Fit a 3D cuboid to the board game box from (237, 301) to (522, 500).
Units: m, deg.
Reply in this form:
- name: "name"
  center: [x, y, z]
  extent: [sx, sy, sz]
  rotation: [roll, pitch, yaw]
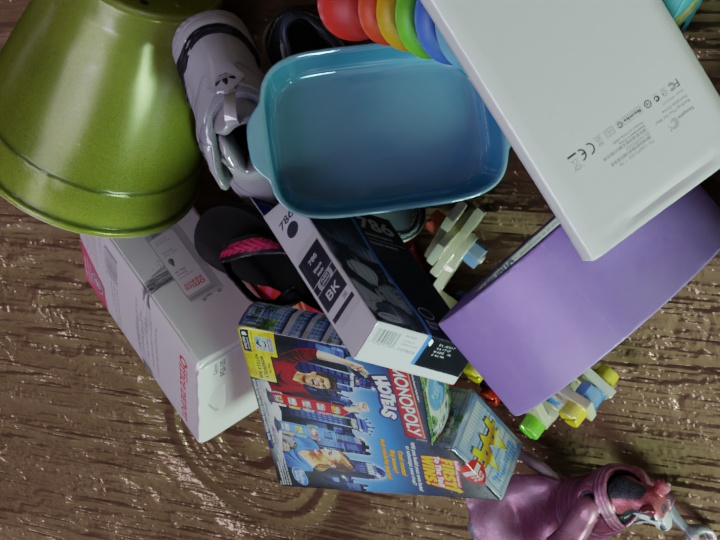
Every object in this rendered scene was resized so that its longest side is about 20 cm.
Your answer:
- name: "board game box"
  center: [0.021, 0.105, 1.688]
  extent: [0.198, 0.062, 0.201]
  rotation: [10, 141, 19]

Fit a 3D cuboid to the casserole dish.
- name: "casserole dish"
  center: [0.015, -0.102, 1.574]
  extent: [0.039, 0.198, 0.122]
  rotation: [150, 111, -80]

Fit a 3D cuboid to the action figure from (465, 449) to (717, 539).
- name: "action figure"
  center: [0.180, 0.179, 1.701]
  extent: [0.200, 0.133, 0.150]
  rotation: [-33, 81, 56]

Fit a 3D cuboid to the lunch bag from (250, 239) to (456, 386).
- name: "lunch bag"
  center: [-0.022, 0.033, 1.787]
  extent: [0.175, 0.082, 0.201]
  rotation: [7, 126, 42]

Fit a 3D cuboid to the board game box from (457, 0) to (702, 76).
- name: "board game box"
  center: [0.143, -0.182, 1.470]
  extent: [0.151, 0.047, 0.201]
  rotation: [41, 141, 12]

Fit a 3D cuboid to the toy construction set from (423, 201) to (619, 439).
- name: "toy construction set"
  center: [0.105, 0.047, 1.664]
  extent: [0.200, 0.092, 0.131]
  rotation: [52, 168, 9]

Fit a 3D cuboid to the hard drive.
- name: "hard drive"
  center: [0.142, -0.126, 1.374]
  extent: [0.201, 0.131, 0.026]
  rotation: [57, 167, -8]

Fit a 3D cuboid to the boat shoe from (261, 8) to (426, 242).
- name: "boat shoe"
  center: [-0.008, -0.109, 1.657]
  extent: [0.201, 0.074, 0.062]
  rotation: [64, 172, -7]

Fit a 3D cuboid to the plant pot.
- name: "plant pot"
  center: [-0.196, -0.165, 1.725]
  extent: [0.200, 0.200, 0.194]
  rotation: [37, 129, 16]

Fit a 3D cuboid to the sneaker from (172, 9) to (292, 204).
- name: "sneaker"
  center: [-0.086, -0.094, 1.657]
  extent: [0.201, 0.075, 0.115]
  rotation: [70, 180, -49]

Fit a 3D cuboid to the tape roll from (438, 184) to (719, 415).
- name: "tape roll"
  center: [0.154, 0.003, 1.490]
  extent: [0.085, 0.200, 0.200]
  rotation: [50, 142, 0]

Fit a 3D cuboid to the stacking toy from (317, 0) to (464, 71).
- name: "stacking toy"
  center: [0.046, -0.179, 1.477]
  extent: [0.199, 0.085, 0.086]
  rotation: [16, 132, 45]

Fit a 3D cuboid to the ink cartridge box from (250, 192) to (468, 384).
- name: "ink cartridge box"
  center: [0.000, 0.000, 1.584]
  extent: [0.039, 0.099, 0.200]
  rotation: [-58, 42, 21]

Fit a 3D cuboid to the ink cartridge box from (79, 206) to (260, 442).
- name: "ink cartridge box"
  center: [-0.156, 0.024, 1.850]
  extent: [0.200, 0.082, 0.147]
  rotation: [53, 159, 23]

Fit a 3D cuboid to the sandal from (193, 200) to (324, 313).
- name: "sandal"
  center: [-0.069, -0.001, 1.706]
  extent: [0.199, 0.045, 0.076]
  rotation: [21, 138, 41]
